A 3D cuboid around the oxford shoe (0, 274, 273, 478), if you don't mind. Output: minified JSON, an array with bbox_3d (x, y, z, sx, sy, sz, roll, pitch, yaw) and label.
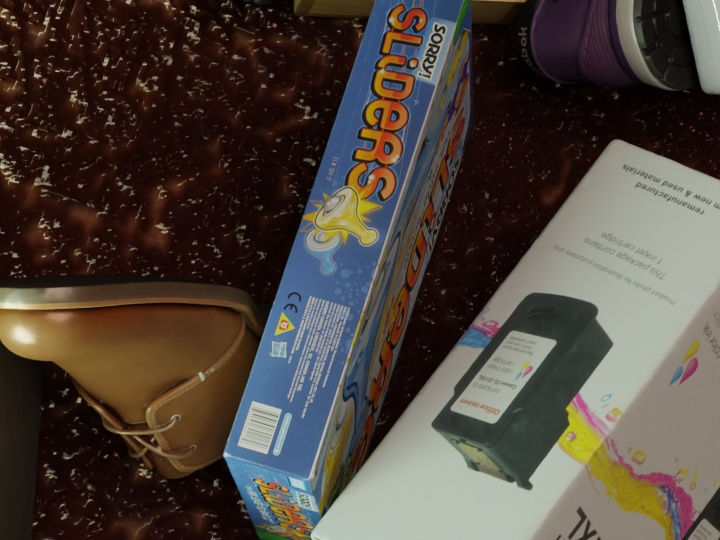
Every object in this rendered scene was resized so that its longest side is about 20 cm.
[{"bbox_3d":[-0.073,0.039,0.805,0.071,0.200,0.072,2,81,24],"label":"oxford shoe"}]

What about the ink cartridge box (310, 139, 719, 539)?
[{"bbox_3d":[0.092,0.077,0.844,0.083,0.146,0.200,25,70,38],"label":"ink cartridge box"}]

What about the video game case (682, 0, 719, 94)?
[{"bbox_3d":[0.186,-0.186,0.913,0.199,0.023,0.184,-24,104,-44],"label":"video game case"}]

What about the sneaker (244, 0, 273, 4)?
[{"bbox_3d":[0.002,-0.200,0.889,0.200,0.074,0.079,-43,84,-16],"label":"sneaker"}]

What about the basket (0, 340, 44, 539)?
[{"bbox_3d":[-0.191,0.118,0.793,0.179,0.136,0.202,-7,84,-8],"label":"basket"}]

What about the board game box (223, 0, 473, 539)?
[{"bbox_3d":[0.000,0.000,0.844,0.034,0.136,0.201,15,73,8],"label":"board game box"}]

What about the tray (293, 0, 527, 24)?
[{"bbox_3d":[0.020,-0.210,0.949,0.098,0.037,0.202,1,78,-11],"label":"tray"}]

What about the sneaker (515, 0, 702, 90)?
[{"bbox_3d":[0.137,-0.143,0.941,0.200,0.087,0.076,-38,116,-40],"label":"sneaker"}]
